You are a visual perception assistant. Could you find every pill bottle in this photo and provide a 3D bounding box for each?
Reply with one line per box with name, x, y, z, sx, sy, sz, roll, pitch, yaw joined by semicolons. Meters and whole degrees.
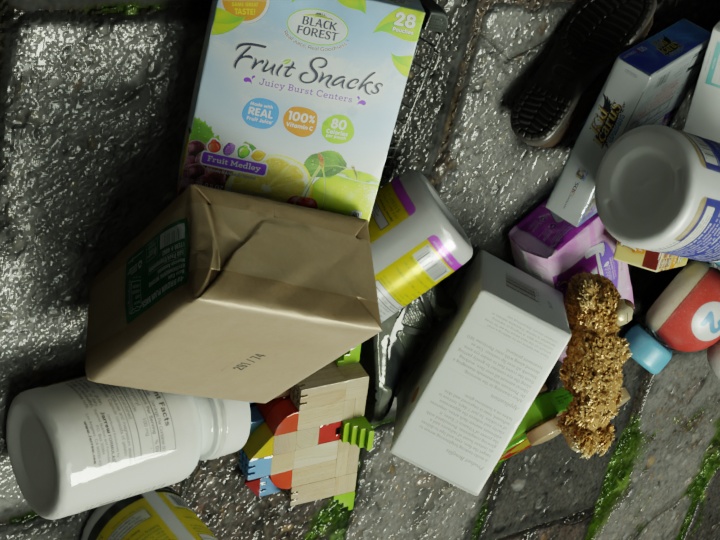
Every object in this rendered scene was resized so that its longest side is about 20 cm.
pill bottle;0.000;0.000;1.378;0.199;0.105;0.104;-35;141;9
pill bottle;-0.204;0.142;1.305;0.199;0.114;0.115;-12;127;-37
pill bottle;-0.173;0.302;1.388;0.114;0.200;0.115;-24;133;-28
pill bottle;0.337;-0.071;1.455;0.199;0.120;0.120;9;113;-45

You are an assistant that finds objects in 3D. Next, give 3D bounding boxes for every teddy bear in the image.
teddy bear;0.257;0.104;1.562;0.145;0.066;0.201;29;69;-53

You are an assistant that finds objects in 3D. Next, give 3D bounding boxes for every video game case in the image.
video game case;0.283;-0.157;1.520;0.200;0.045;0.182;-32;149;-53

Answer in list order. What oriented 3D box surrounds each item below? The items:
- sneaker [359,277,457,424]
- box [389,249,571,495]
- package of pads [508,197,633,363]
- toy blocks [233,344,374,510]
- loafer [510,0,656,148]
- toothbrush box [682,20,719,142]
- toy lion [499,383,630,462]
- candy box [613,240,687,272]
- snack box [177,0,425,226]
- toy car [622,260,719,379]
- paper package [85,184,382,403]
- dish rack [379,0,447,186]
sneaker;0.045;0.068;1.511;0.114;0.076;0.201;-13;122;-29
box;0.124;0.104;1.529;0.106;0.152;0.201;27;107;-4
package of pads;0.240;0.003;1.645;0.120;0.076;0.201;-39;139;-17
toy blocks;-0.070;0.166;1.481;0.136;0.100;0.201;-10;126;-24
loafer;0.228;-0.207;1.490;0.200;0.073;0.071;-49;155;2
toothbrush box;0.427;-0.212;1.591;0.200;0.085;0.147;-45;150;-54
toy lion;0.206;0.177;1.705;0.199;0.069;0.192;-16;161;-45
candy box;0.341;-0.064;1.634;0.200;0.055;0.116;-6;112;-68
snack box;-0.053;-0.147;1.207;0.167;0.068;0.201;9;115;-11
toy car;0.451;0.083;1.777;0.185;0.200;0.177;-51;170;7
paper package;-0.110;0.028;1.225;0.190;0.104;0.200;10;152;-34
dish rack;-0.009;-0.160;1.308;0.153;0.055;0.201;-1;122;-41
